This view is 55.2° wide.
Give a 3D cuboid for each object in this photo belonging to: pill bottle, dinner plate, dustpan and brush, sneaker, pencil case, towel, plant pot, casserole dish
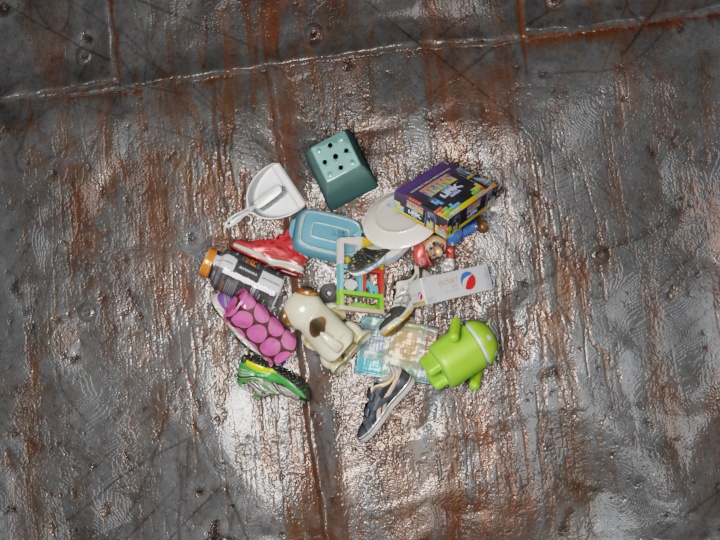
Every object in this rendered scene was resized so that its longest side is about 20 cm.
[{"bbox_3d":[-0.290,0.017,1.674,0.197,0.106,0.108,25,88,-9],"label":"pill bottle"},{"bbox_3d":[0.098,-0.133,1.662,0.196,0.024,0.203,-11,46,11],"label":"dinner plate"},{"bbox_3d":[-0.253,-0.166,1.725,0.198,0.057,0.141,-35,85,1],"label":"dustpan and brush"},{"bbox_3d":[-0.218,-0.064,1.723,0.197,0.078,0.117,20,73,1],"label":"sneaker"},{"bbox_3d":[0.042,0.316,1.666,0.079,0.078,0.201,39,88,-6],"label":"sneaker"},{"bbox_3d":[-0.241,0.138,1.632,0.093,0.091,0.201,-36,115,10],"label":"pencil case"},{"bbox_3d":[0.052,-0.035,1.657,0.198,0.073,0.071,-33,45,-28],"label":"sneaker"},{"bbox_3d":[0.101,0.073,1.681,0.087,0.076,0.200,40,70,10],"label":"sneaker"},{"bbox_3d":[0.088,0.197,1.704,0.196,0.022,0.150,8,88,3],"label":"towel"},{"bbox_3d":[-0.212,0.280,1.697,0.197,0.078,0.087,22,97,11],"label":"sneaker"},{"bbox_3d":[-0.049,-0.251,1.650,0.139,0.200,0.143,-26,85,0],"label":"plant pot"},{"bbox_3d":[-0.285,0.128,1.704,0.083,0.081,0.201,-38,88,-12],"label":"sneaker"},{"bbox_3d":[-0.077,-0.087,1.694,0.196,0.039,0.124,13,75,-12],"label":"casserole dish"}]

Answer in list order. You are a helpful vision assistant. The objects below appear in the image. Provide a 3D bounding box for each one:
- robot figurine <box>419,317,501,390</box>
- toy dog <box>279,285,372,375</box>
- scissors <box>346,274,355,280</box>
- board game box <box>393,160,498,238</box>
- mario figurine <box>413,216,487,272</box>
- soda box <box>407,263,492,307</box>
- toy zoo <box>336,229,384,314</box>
[{"bbox_3d":[0.241,0.198,1.644,0.198,0.116,0.178,-30,113,-6],"label":"robot figurine"},{"bbox_3d":[-0.102,0.136,1.637,0.200,0.193,0.140,42,103,17],"label":"toy dog"},{"bbox_3d":[0.008,-0.023,1.728,0.198,0.014,0.074,-32,88,2],"label":"scissors"},{"bbox_3d":[0.200,-0.173,1.620,0.164,0.057,0.199,32,48,30],"label":"board game box"},{"bbox_3d":[0.217,-0.073,1.671,0.198,0.106,0.124,-35,79,-2],"label":"mario figurine"},{"bbox_3d":[0.215,0.036,1.641,0.197,0.068,0.065,-11,85,-27],"label":"soda box"},{"bbox_3d":[0.000,0.000,1.662,0.129,0.020,0.204,9,74,-34],"label":"toy zoo"}]
